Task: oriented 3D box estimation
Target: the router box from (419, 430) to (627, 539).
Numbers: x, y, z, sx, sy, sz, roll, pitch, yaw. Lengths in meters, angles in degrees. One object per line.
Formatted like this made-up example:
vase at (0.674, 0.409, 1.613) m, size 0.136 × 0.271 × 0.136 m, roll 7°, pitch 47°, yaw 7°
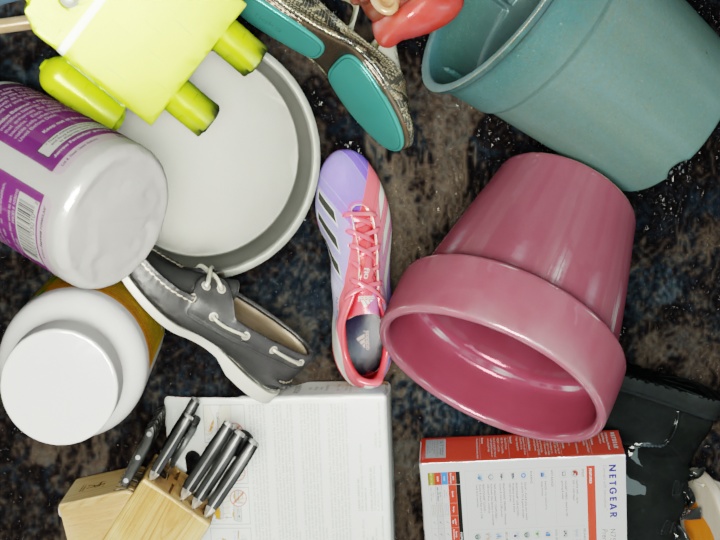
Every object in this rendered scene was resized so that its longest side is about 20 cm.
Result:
router box at (0.145, 0.247, 1.047) m, size 0.176 × 0.049 × 0.204 m, roll -3°, pitch 107°, yaw 5°

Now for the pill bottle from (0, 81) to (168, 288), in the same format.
pill bottle at (-0.248, -0.075, 0.888) m, size 0.198 × 0.112 × 0.114 m, roll 28°, pitch 95°, yaw 29°

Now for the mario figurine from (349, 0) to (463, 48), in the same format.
mario figurine at (0.000, -0.265, 0.936) m, size 0.198 × 0.106 × 0.125 m, roll 30°, pitch 61°, yaw -8°

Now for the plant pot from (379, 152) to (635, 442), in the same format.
plant pot at (0.138, 0.014, 0.971) m, size 0.199 × 0.200 × 0.181 m, roll 34°, pitch 65°, yaw -13°

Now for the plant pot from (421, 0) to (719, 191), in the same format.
plant pot at (0.186, -0.178, 0.961) m, size 0.194 × 0.200 × 0.202 m, roll 31°, pitch 92°, yaw -21°

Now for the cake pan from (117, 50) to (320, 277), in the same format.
cake pan at (-0.132, -0.095, 0.985) m, size 0.196 × 0.037 × 0.204 m, roll -2°, pitch 99°, yaw -10°

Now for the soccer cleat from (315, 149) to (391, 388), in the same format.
soccer cleat at (0.000, 0.000, 1.004) m, size 0.065 × 0.076 × 0.204 m, roll -4°, pitch 100°, yaw -9°

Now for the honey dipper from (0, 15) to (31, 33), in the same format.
honey dipper at (-0.234, -0.206, 0.953) m, size 0.196 × 0.038 × 0.039 m, roll -8°, pitch 100°, yaw -5°

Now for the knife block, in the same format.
knife block at (-0.156, 0.215, 1.000) m, size 0.172 × 0.064 × 0.204 m, roll -10°, pitch 100°, yaw 3°

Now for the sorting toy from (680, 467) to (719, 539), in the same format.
sorting toy at (0.395, 0.283, 1.066) m, size 0.197 × 0.180 × 0.108 m, roll 23°, pitch 94°, yaw -12°

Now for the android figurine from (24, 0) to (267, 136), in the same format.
android figurine at (-0.171, -0.198, 0.902) m, size 0.199 × 0.041 × 0.182 m, roll 40°, pitch 97°, yaw -25°

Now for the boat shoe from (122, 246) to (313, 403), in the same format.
boat shoe at (-0.118, 0.031, 0.956) m, size 0.060 × 0.074 × 0.200 m, roll -39°, pitch 118°, yaw 13°

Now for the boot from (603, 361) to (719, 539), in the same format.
boot at (0.227, 0.166, 1.078) m, size 0.195 × 0.073 × 0.165 m, roll 17°, pitch 101°, yaw -11°

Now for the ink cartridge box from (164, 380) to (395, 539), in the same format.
ink cartridge box at (-0.068, 0.183, 1.047) m, size 0.196 × 0.050 × 0.166 m, roll -1°, pitch 100°, yaw 7°

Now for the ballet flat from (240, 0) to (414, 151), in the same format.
ballet flat at (-0.016, -0.191, 0.984) m, size 0.199 × 0.068 × 0.076 m, roll 41°, pitch 65°, yaw -12°

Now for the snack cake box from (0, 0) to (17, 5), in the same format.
snack cake box at (-0.279, -0.268, 0.916) m, size 0.197 × 0.067 × 0.117 m, roll -16°, pitch 100°, yaw -8°

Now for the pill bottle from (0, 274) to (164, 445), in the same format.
pill bottle at (-0.213, 0.061, 0.906) m, size 0.109 × 0.200 × 0.113 m, roll -1°, pitch 101°, yaw -4°
